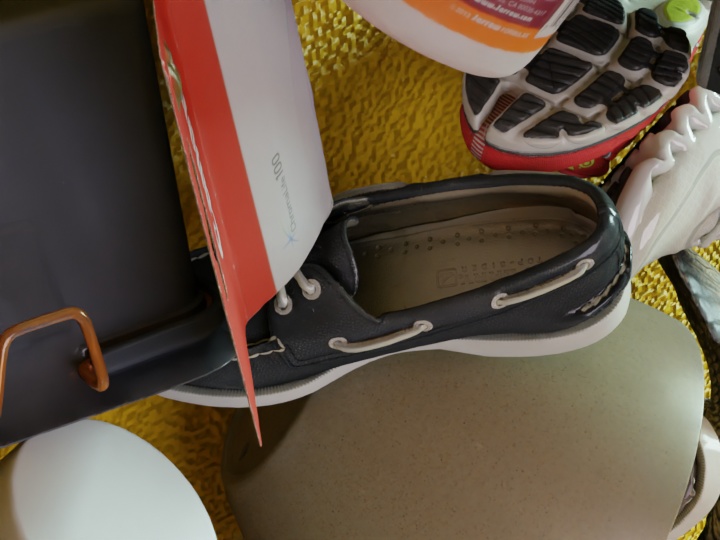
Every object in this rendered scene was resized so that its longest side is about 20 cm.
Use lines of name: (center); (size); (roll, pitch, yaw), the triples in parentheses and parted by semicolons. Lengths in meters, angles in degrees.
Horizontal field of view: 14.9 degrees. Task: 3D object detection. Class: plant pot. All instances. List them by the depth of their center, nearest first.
plant pot: (0.024, 0.076, 1.095); (0.134, 0.200, 0.201); (29, 94, -17)

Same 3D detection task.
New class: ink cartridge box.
ink cartridge box: (-0.040, -0.066, 0.933); (0.057, 0.200, 0.163); (-15, 128, -3)

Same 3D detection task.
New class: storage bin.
storage bin: (-0.146, -0.019, 0.916); (0.199, 0.145, 0.135); (-19, 115, -33)

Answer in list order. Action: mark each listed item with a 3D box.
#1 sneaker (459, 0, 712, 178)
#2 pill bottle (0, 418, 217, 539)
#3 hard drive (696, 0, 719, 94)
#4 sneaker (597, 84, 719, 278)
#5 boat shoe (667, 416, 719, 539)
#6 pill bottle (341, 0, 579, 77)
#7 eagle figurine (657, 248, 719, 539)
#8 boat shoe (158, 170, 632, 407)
sneaker: (0.093, -0.069, 1.094); (0.200, 0.077, 0.085); (-40, 153, -56)
pill bottle: (-0.139, 0.140, 0.964); (0.112, 0.113, 0.200); (7, 140, -43)
hard drive: (0.168, -0.160, 0.992); (0.200, 0.033, 0.140); (87, 26, -70)
sneaker: (0.164, -0.046, 1.161); (0.200, 0.081, 0.075); (-40, 175, -38)
boat shoe: (0.074, 0.128, 1.199); (0.059, 0.072, 0.200); (3, 141, -45)
pill bottle: (0.067, -0.172, 0.903); (0.114, 0.114, 0.200); (13, 125, -45)
eagle figurine: (0.179, 0.056, 1.237); (0.150, 0.152, 0.201); (8, 105, -1)
boat shoe: (0.000, 0.000, 1.017); (0.199, 0.076, 0.060); (-12, 149, 2)
